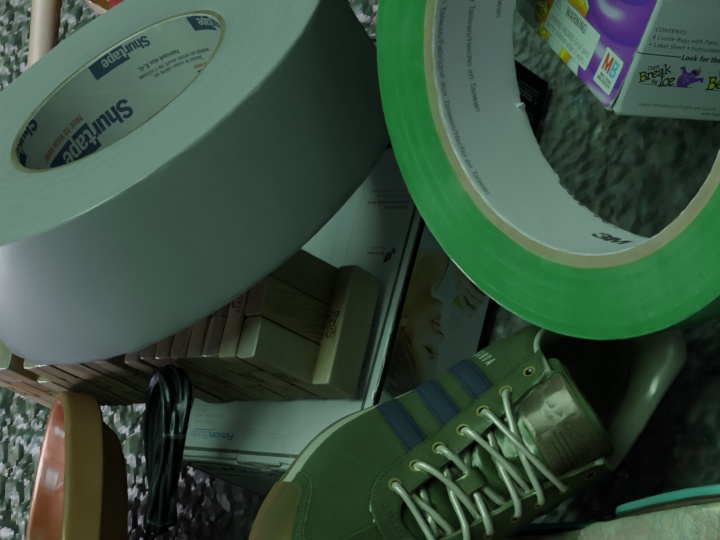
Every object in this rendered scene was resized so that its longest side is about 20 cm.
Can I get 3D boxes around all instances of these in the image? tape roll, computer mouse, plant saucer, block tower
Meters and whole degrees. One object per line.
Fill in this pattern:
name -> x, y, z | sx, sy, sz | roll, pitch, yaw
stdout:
tape roll -> 0.091, -0.077, 0.846 | 0.200, 0.048, 0.202 | 11, 105, 44
tape roll -> -0.084, -0.051, 0.989 | 0.200, 0.066, 0.201 | -28, 26, 15
computer mouse -> -0.084, 0.127, 1.010 | 0.059, 0.034, 0.201 | -108, 25, -53
plant saucer -> -0.128, 0.154, 1.032 | 0.200, 0.032, 0.201 | -172, 90, -78
block tower -> -0.084, 0.024, 1.018 | 0.199, 0.058, 0.054 | -5, 66, 43

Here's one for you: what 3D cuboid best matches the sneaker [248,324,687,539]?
sneaker -> 0.047, 0.063, 0.869 | 0.090, 0.200, 0.067 | -26, 95, 45

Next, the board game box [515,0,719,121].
board game box -> 0.146, -0.168, 0.897 | 0.103, 0.104, 0.201 | 54, 133, 45

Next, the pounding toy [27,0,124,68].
pounding toy -> -0.126, -0.175, 1.180 | 0.142, 0.184, 0.200 | -51, 42, -8

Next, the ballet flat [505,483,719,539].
ballet flat -> 0.100, 0.119, 0.877 | 0.200, 0.067, 0.063 | -17, 64, 49

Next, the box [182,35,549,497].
box -> 0.000, 0.000, 1.035 | 0.116, 0.060, 0.201 | -1, 68, 44
